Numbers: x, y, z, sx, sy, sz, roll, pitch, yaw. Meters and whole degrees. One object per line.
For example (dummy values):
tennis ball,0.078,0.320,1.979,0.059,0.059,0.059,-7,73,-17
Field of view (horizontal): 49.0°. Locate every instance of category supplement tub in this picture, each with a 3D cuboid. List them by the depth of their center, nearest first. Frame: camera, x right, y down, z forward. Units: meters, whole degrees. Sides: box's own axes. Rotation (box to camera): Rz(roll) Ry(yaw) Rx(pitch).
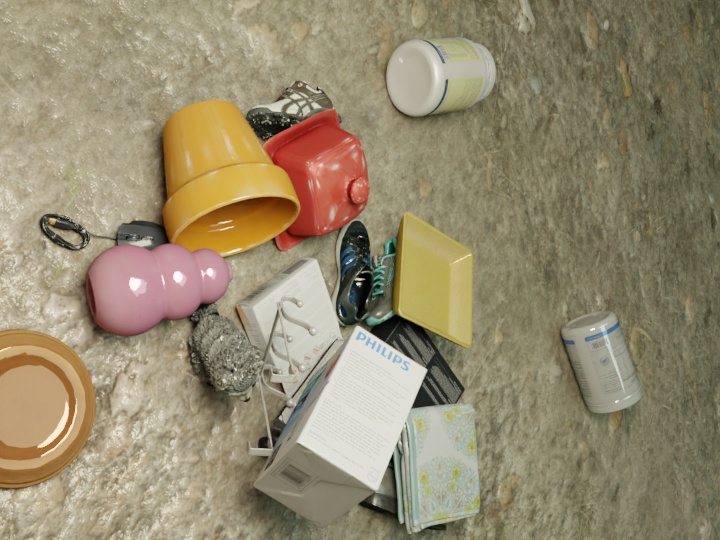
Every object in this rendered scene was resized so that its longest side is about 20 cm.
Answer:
supplement tub,0.164,-0.390,1.584,0.199,0.144,0.147,-17,91,-42
supplement tub,0.544,0.205,1.785,0.131,0.131,0.202,-25,98,-41

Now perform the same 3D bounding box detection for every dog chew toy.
dog chew toy,-0.275,0.019,1.101,0.198,0.124,0.126,-11,87,-26

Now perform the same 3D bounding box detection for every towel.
towel,0.132,0.335,1.356,0.170,0.048,0.203,2,83,-40

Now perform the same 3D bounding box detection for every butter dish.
butter dish,-0.049,-0.143,1.311,0.199,0.147,0.202,-37,130,-41

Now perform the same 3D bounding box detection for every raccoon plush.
raccoon plush,-0.216,0.101,1.137,0.097,0.134,0.200,-43,94,-13

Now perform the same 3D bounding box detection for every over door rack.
over door rack,-0.111,0.151,1.137,0.066,0.149,0.201,13,29,-9

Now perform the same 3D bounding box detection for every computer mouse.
computer mouse,-0.353,-0.051,1.127,0.198,0.034,0.059,8,76,-39

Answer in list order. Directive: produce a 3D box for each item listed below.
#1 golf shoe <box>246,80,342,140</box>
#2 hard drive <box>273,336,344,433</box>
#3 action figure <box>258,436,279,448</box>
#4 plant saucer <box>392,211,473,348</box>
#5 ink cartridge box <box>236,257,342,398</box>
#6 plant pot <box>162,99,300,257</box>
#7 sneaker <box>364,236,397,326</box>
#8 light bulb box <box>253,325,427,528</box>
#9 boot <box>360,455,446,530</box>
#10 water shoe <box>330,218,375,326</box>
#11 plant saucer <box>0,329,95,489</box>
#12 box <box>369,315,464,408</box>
golf shoe,-0.126,-0.280,1.362,0.199,0.077,0.095,-9,75,-49
hard drive,-0.036,0.217,1.266,0.139,0.038,0.200,41,47,-2
action figure,-0.067,0.299,1.274,0.199,0.069,0.132,4,72,-43
plant saucer,0.124,0.024,1.425,0.199,0.048,0.202,27,56,-38
ink cartridge box,-0.107,0.103,1.313,0.162,0.050,0.202,-38,123,-40
plant pot,-0.212,-0.143,1.182,0.199,0.200,0.185,-7,69,-41
sneaker,0.044,0.017,1.438,0.091,0.077,0.201,48,44,-17
light bulb box,-0.028,0.221,1.106,0.124,0.198,0.201,33,50,-5
boot,0.090,0.374,1.391,0.199,0.067,0.132,32,61,-30
water shoe,0.000,0.000,1.393,0.071,0.078,0.202,20,67,-36
plant saucer,-0.431,0.174,1.005,0.199,0.037,0.203,11,73,-40
box,0.084,0.194,1.421,0.201,0.078,0.141,55,47,-18
